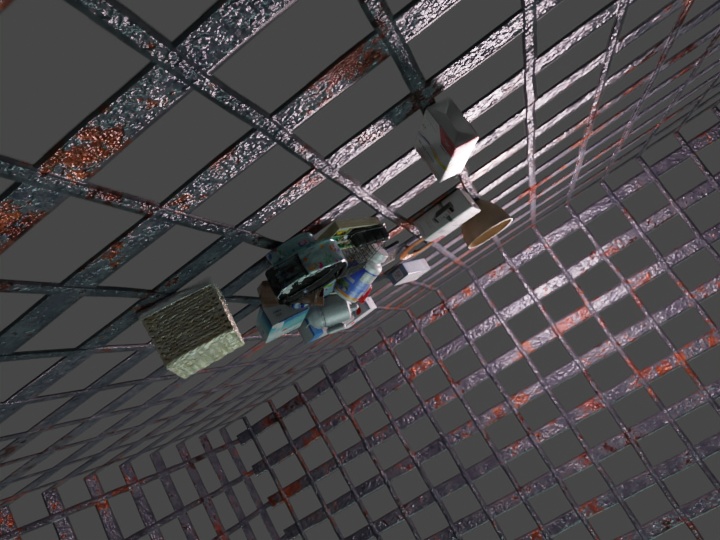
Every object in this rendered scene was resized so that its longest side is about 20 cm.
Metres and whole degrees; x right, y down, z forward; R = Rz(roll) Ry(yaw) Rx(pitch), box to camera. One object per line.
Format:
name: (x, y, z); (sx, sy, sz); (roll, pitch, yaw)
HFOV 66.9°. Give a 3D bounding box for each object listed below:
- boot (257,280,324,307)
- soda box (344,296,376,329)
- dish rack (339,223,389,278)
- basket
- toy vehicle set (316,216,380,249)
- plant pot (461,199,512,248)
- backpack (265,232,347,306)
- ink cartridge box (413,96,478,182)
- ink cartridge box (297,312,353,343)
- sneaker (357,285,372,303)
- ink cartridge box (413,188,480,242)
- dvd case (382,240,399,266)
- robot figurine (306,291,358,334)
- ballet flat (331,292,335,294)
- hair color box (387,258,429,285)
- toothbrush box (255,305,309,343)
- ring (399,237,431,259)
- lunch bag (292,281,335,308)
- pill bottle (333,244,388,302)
boot: (-0.206, 0.032, 1.579); (0.199, 0.064, 0.187); (2, 122, -1)
soda box: (-0.022, 0.209, 2.649); (0.200, 0.064, 0.068); (-37, 165, 25)
dish rack: (-0.009, -0.050, 1.640); (0.153, 0.055, 0.200); (-16, 155, -45)
basket: (-0.416, 0.148, 1.379); (0.199, 0.161, 0.198); (-30, 166, -13)
toy vehicle set: (-0.043, -0.103, 1.581); (0.124, 0.027, 0.200); (-41, 163, 35)
plant pot: (0.472, -0.198, 2.139); (0.200, 0.135, 0.200); (-30, 166, -8)
backpack: (-0.139, -0.013, 1.427); (0.199, 0.151, 0.178); (-25, 169, 4)
ink cartridge box: (0.188, -0.285, 1.251); (0.067, 0.117, 0.200); (-29, 166, -12)
ink cartridge box: (-0.146, 0.168, 2.061); (0.199, 0.145, 0.084); (-20, 164, -39)
sneaker: (-0.049, 0.083, 2.023); (0.199, 0.116, 0.078); (-27, 166, -2)
ink cartridge box: (0.304, -0.190, 1.909); (0.200, 0.083, 0.147); (-36, 166, 20)
dvd case: (0.074, -0.041, 2.076); (0.148, 0.016, 0.200); (-30, 167, -10)
robot figurine: (-0.111, 0.139, 1.948); (0.199, 0.170, 0.113); (-18, 171, -11)
ballet flat: (-0.071, 0.042, 1.928); (0.199, 0.075, 0.068); (-24, 166, -30)
hair color box: (0.221, 0.006, 2.470); (0.099, 0.061, 0.200); (-40, 163, 33)
toothbrush box: (-0.274, 0.160, 1.884); (0.146, 0.086, 0.200); (-25, 166, -26)
ring: (0.241, -0.106, 2.208); (0.200, 0.019, 0.200); (-29, 167, -7)
lunch bag: (-0.161, 0.045, 1.739); (0.160, 0.083, 0.200); (-23, 163, -21)
pill bottle: (0.000, 0.000, 1.825); (0.200, 0.112, 0.112); (-51, 161, 17)
